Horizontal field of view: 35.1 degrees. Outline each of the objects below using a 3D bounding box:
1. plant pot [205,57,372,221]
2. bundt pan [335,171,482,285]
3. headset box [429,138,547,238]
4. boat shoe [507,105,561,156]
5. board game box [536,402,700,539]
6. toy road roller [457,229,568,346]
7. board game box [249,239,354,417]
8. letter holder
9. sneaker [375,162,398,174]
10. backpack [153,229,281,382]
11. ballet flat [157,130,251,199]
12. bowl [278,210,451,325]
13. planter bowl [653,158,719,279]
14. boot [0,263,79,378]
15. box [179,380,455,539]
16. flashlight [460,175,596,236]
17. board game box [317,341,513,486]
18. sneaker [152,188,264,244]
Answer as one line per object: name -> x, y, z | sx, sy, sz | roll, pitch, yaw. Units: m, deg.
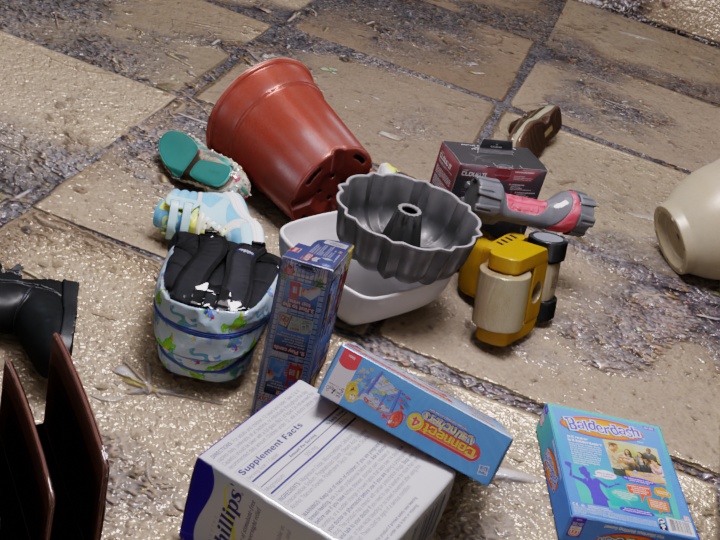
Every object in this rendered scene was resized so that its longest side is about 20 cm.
plant pot -> -0.096, -0.179, 1.704 | 0.200, 0.201, 0.195 | -14, 50, -41
bundt pan -> 0.056, -0.049, 1.511 | 0.201, 0.076, 0.202 | 13, 30, -7
headset box -> 0.176, -0.101, 1.679 | 0.148, 0.201, 0.075 | 1, 33, -23
boat shoe -> 0.313, -0.258, 2.156 | 0.074, 0.075, 0.202 | 5, 23, 31
board game box -> 0.292, 0.243, 1.318 | 0.151, 0.045, 0.200 | 12, 31, -6
toy road roller -> 0.190, 0.010, 1.589 | 0.145, 0.124, 0.200 | 18, 22, 28
board game box -> -0.069, 0.072, 1.314 | 0.061, 0.201, 0.200 | 15, 10, 4
letter holder -> -0.309, 0.165, 1.054 | 0.100, 0.143, 0.200 | -2, 35, -29
sneaker -> 0.059, -0.105, 1.703 | 0.105, 0.076, 0.200 | 26, 1, -5
backpack -> -0.172, 0.041, 1.351 | 0.162, 0.155, 0.200 | 15, 8, -6
ballet flat -> -0.232, -0.148, 1.696 | 0.200, 0.076, 0.064 | 35, -3, 42
bowl -> 0.000, 0.000, 1.551 | 0.199, 0.075, 0.200 | -15, 43, -42
planter bowl -> 0.563, -0.070, 1.856 | 0.134, 0.201, 0.201 | -18, 36, -4
boot -> -0.399, 0.052, 1.269 | 0.161, 0.074, 0.198 | 9, 23, -17
box -> -0.041, 0.228, 1.118 | 0.199, 0.105, 0.184 | 29, 31, 19
flashlight -> 0.240, -0.095, 1.623 | 0.199, 0.068, 0.068 | 11, 54, -27
board game box -> 0.059, 0.149, 1.230 | 0.199, 0.056, 0.196 | 28, -1, 5
sneaker -> -0.207, -0.048, 1.528 | 0.130, 0.080, 0.200 | 4, 22, -23
